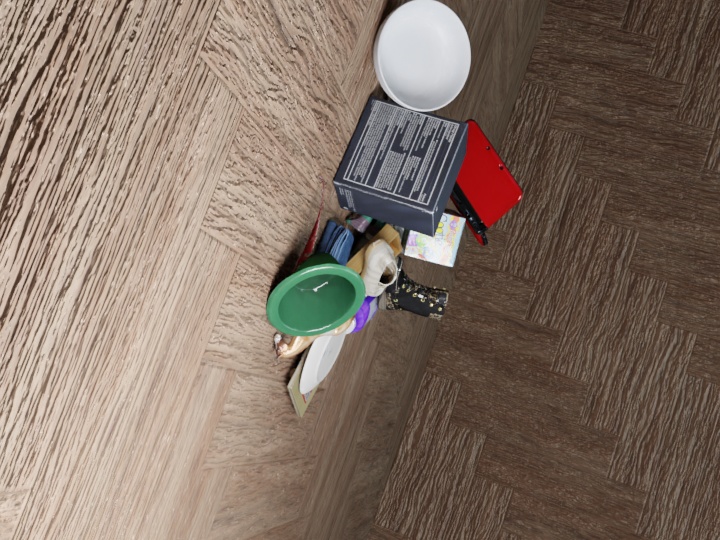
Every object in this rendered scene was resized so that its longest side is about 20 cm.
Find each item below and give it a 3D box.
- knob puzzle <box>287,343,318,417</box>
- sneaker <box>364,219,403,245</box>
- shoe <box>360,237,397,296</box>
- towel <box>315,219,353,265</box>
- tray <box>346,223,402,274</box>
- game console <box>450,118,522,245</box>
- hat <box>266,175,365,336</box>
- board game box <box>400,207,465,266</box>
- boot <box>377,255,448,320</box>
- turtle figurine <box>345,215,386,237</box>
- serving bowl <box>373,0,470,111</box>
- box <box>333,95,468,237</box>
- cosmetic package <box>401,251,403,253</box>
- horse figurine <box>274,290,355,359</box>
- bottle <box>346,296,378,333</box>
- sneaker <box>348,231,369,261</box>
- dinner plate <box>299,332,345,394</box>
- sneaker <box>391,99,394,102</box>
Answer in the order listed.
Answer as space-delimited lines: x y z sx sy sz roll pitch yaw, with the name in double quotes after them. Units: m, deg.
-0.097 0.179 1.783 0.220 0.030 0.220 21 90 -76 "knob puzzle"
0.054 -0.138 1.900 0.074 0.088 0.200 -34 -145 43 "sneaker"
0.038 0.008 1.741 0.070 0.053 0.200 -41 160 -18 "shoe"
-0.065 0.012 1.668 0.112 0.048 0.201 52 57 -75 "towel"
0.000 0.000 1.782 0.200 0.037 0.099 -44 161 -9 "tray"
0.238 -0.175 1.780 0.118 0.200 0.172 -32 162 5 "game console"
-0.085 -0.011 1.531 0.166 0.200 0.176 43 19 -44 "hat"
0.148 -0.081 1.835 0.200 0.103 0.105 -90 -166 -82 "board game box"
0.119 0.042 1.918 0.200 0.150 0.073 100 5 -57 "boot"
0.060 -0.163 1.768 0.150 0.101 0.200 27 102 -37 "turtle figurine"
0.104 -0.395 1.619 0.066 0.200 0.201 17 -91 60 "serving bowl"
0.080 -0.195 1.658 0.123 0.198 0.200 73 37 -68 "box"
0.112 -0.148 2.133 0.102 0.074 0.200 -59 159 -46 "cosmetic package"
-0.070 0.078 1.587 0.200 0.050 0.133 -13 102 -37 "horse figurine"
-0.012 0.093 1.931 0.084 0.065 0.200 -67 172 17 "bottle"
0.015 -0.034 1.900 0.081 0.075 0.200 71 38 -55 "sneaker"
-0.066 0.158 1.748 0.200 0.024 0.200 -60 165 -28 "dinner plate"
0.081 -0.379 1.716 0.090 0.067 0.201 -53 151 -53 "sneaker"
